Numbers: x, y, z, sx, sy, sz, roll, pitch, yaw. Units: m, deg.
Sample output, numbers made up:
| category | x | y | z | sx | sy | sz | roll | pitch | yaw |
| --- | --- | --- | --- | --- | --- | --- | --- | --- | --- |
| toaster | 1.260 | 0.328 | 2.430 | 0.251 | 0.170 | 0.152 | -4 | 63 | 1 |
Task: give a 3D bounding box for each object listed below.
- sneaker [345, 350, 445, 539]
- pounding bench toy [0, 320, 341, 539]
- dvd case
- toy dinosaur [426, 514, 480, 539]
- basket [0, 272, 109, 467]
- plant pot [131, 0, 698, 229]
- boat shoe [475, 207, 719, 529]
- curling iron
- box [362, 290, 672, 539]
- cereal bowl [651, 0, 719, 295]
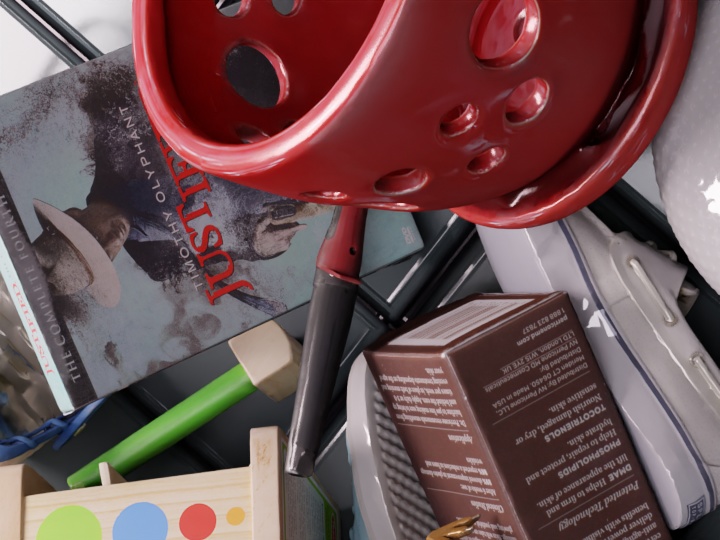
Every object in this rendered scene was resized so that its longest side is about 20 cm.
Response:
| category | x | y | z | sx | sy | sz | roll | pitch | yaw |
| --- | --- | --- | --- | --- | --- | --- | --- | --- | --- |
| sneaker | 0.015 | 0.136 | 1.230 | 0.082 | 0.074 | 0.201 | -15 | 84 | 45 |
| pounding bench toy | -0.098 | 0.128 | 1.223 | 0.155 | 0.124 | 0.201 | -8 | 66 | 11 |
| dvd case | -0.079 | -0.038 | 1.173 | 0.022 | 0.200 | 0.146 | -15 | 98 | 63 |
| toy dinosaur | 0.036 | 0.172 | 1.127 | 0.200 | 0.060 | 0.106 | -15 | 103 | 47 |
| basket | -0.190 | 0.018 | 1.240 | 0.176 | 0.139 | 0.200 | 42 | 121 | 7 |
| plant pot | 0.028 | -0.115 | 1.081 | 0.200 | 0.182 | 0.201 | -21 | 60 | 44 |
| boat shoe | 0.121 | 0.019 | 1.168 | 0.070 | 0.071 | 0.200 | -26 | 70 | -18 |
| curling iron | 0.000 | 0.000 | 1.176 | 0.049 | 0.026 | 0.201 | 18 | 75 | 4 |
| box | 0.085 | 0.112 | 1.164 | 0.075 | 0.100 | 0.201 | -25 | 99 | -20 |
| cereal bowl | 0.215 | -0.066 | 1.067 | 0.199 | 0.083 | 0.201 | -5 | 76 | 21 |
